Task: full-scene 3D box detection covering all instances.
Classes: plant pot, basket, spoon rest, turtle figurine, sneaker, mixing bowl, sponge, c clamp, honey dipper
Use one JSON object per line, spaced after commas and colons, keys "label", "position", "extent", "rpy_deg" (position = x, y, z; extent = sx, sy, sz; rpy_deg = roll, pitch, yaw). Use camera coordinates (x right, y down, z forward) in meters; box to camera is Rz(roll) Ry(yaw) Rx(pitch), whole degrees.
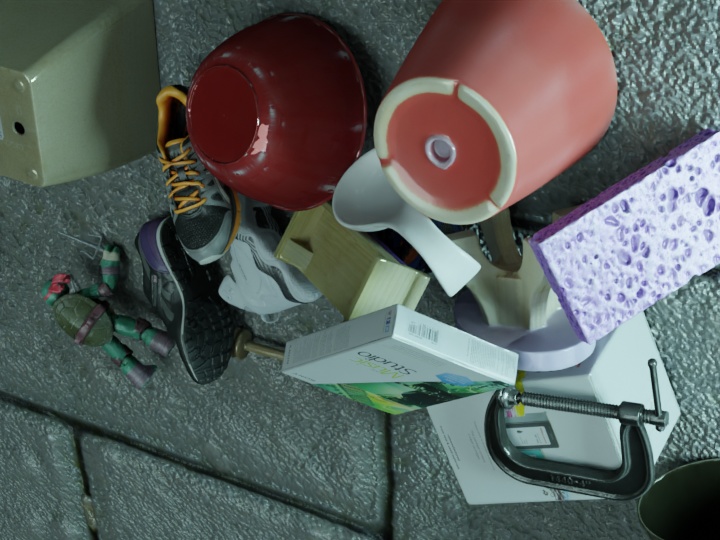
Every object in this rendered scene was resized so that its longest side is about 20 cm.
{"label": "plant pot", "position": [-0.349, -0.202, 1.593], "extent": [0.198, 0.177, 0.202], "rpy_deg": [17, 129, 22]}
{"label": "plant pot", "position": [0.111, -0.145, 1.329], "extent": [0.198, 0.177, 0.203], "rpy_deg": [18, 128, 23]}
{"label": "basket", "position": [0.395, 0.313, 1.499], "extent": [0.179, 0.136, 0.202], "rpy_deg": [-2, 123, 39]}
{"label": "spoon rest", "position": [0.038, -0.056, 1.375], "extent": [0.061, 0.099, 0.200], "rpy_deg": [46, -179, -44]}
{"label": "turtle figurine", "position": [-0.325, 0.054, 1.817], "extent": [0.199, 0.101, 0.150], "rpy_deg": [39, 134, -4]}
{"label": "sneaker", "position": [-0.181, -0.104, 1.549], "extent": [0.077, 0.077, 0.203], "rpy_deg": [-19, 70, 20]}
{"label": "mixing bowl", "position": [-0.102, -0.155, 1.460], "extent": [0.198, 0.108, 0.203], "rpy_deg": [7, 101, 38]}
{"label": "sponge", "position": [0.259, -0.031, 1.320], "extent": [0.112, 0.198, 0.030], "rpy_deg": [61, 173, -19]}
{"label": "sneaker", "position": [-0.212, 0.035, 1.736], "extent": [0.087, 0.075, 0.203], "rpy_deg": [-7, 98, 49]}
{"label": "sneaker", "position": [-0.132, -0.030, 1.640], "extent": [0.201, 0.075, 0.115], "rpy_deg": [50, 135, -4]}
{"label": "sneaker", "position": [0.054, -0.013, 1.532], "extent": [0.200, 0.077, 0.076], "rpy_deg": [130, 131, -59]}
{"label": "c clamp", "position": [0.201, 0.144, 1.380], "extent": [0.198, 0.027, 0.173], "rpy_deg": [1, 125, 31]}
{"label": "honey dipper", "position": [-0.089, 0.101, 1.736], "extent": [0.197, 0.038, 0.038], "rpy_deg": [13, 127, 20]}

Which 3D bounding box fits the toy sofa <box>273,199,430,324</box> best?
{"label": "toy sofa", "position": [0.000, 0.000, 1.481], "extent": [0.097, 0.200, 0.084], "rpy_deg": [21, 103, -31]}

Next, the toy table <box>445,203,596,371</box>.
{"label": "toy table", "position": [0.153, 0.007, 1.423], "extent": [0.200, 0.182, 0.119], "rpy_deg": [30, 132, 58]}

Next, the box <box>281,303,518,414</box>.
{"label": "box", "position": [0.034, 0.088, 1.389], "extent": [0.143, 0.037, 0.199], "rpy_deg": [23, 157, -27]}

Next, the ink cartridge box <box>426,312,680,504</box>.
{"label": "ink cartridge box", "position": [0.196, 0.134, 1.490], "extent": [0.198, 0.147, 0.147], "rpy_deg": [-9, 115, 36]}
